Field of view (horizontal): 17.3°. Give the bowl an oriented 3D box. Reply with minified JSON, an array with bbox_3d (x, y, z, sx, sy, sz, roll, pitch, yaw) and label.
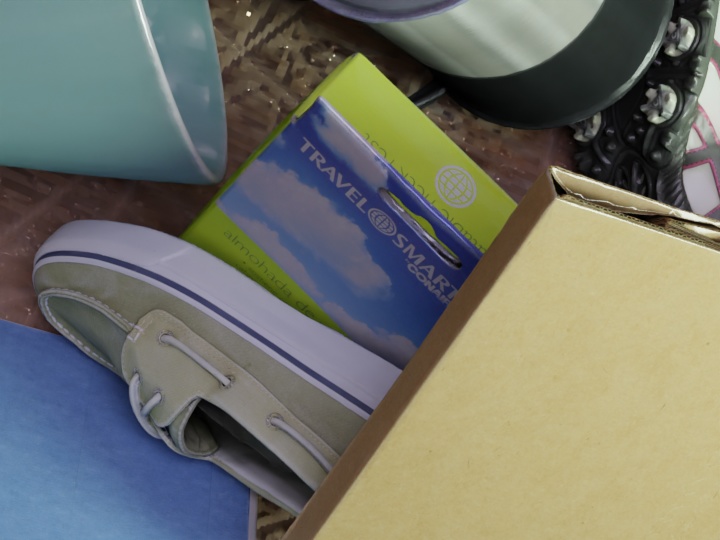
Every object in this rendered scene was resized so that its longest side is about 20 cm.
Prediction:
[{"bbox_3d":[-0.126,-0.119,0.916,0.105,0.201,0.201,-14,84,5],"label":"bowl"}]

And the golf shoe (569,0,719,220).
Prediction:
[{"bbox_3d":[0.139,-0.043,1.022,0.088,0.077,0.201,18,75,-35],"label":"golf shoe"}]

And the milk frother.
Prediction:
[{"bbox_3d":[0.024,-0.085,0.930,0.180,0.188,0.201,-12,77,19],"label":"milk frother"}]

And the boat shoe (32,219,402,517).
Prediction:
[{"bbox_3d":[-0.057,0.041,0.914,0.200,0.072,0.062,24,56,27],"label":"boat shoe"}]

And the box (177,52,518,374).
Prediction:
[{"bbox_3d":[0.000,0.000,0.904,0.122,0.200,0.048,43,60,-4],"label":"box"}]

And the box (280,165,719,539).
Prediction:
[{"bbox_3d":[0.082,0.061,0.837,0.163,0.200,0.021,17,36,-26],"label":"box"}]

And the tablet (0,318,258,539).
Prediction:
[{"bbox_3d":[-0.102,0.087,0.892,0.130,0.200,0.014,16,119,-11],"label":"tablet"}]
